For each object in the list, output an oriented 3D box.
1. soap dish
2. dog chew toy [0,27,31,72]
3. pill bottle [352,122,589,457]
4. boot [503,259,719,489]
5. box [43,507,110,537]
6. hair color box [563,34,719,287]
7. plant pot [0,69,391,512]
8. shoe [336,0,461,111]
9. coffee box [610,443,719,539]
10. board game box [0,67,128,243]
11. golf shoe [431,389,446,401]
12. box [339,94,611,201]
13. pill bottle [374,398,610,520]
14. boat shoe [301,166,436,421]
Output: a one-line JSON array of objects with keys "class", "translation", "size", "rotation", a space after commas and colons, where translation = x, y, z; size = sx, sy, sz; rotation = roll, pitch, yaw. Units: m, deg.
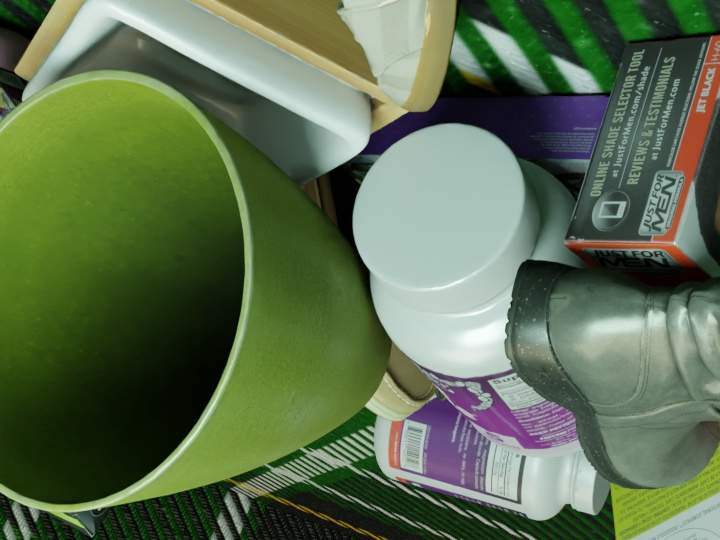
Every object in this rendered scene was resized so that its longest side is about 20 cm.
[{"class": "soap dish", "translation": [-0.075, -0.105, 0.676], "size": [0.156, 0.082, 0.200], "rotation": [25, 162, -18]}, {"class": "dog chew toy", "translation": [-0.218, -0.042, 0.832], "size": [0.123, 0.202, 0.125], "rotation": [-19, 173, -3]}, {"class": "pill bottle", "translation": [0.070, 0.012, 0.685], "size": [0.111, 0.114, 0.200], "rotation": [10, 160, 29]}, {"class": "boot", "translation": [0.156, 0.054, 0.594], "size": [0.129, 0.069, 0.200], "rotation": [2, 157, 34]}, {"class": "box", "translation": [-0.201, 0.045, 0.926], "size": [0.147, 0.201, 0.125], "rotation": [21, 154, 20]}, {"class": "hair color box", "translation": [0.183, -0.012, 0.638], "size": [0.061, 0.103, 0.199], "rotation": [3, 157, 47]}, {"class": "plant pot", "translation": [-0.072, 0.022, 0.668], "size": [0.185, 0.190, 0.199], "rotation": [9, 176, 32]}, {"class": "shoe", "translation": [0.019, -0.129, 0.518], "size": [0.053, 0.071, 0.201], "rotation": [14, 154, 3]}, {"class": "coffee box", "translation": [0.278, 0.155, 0.763], "size": [0.198, 0.200, 0.200], "rotation": [29, 133, -28]}, {"class": "board game box", "translation": [-0.123, -0.051, 0.796], "size": [0.120, 0.032, 0.199], "rotation": [46, -163, 31]}, {"class": "golf shoe", "translation": [0.060, 0.066, 1.039], "size": [0.199, 0.096, 0.077], "rotation": [31, 159, -37]}, {"class": "box", "translation": [0.097, -0.044, 0.744], "size": [0.198, 0.040, 0.137], "rotation": [6, 157, 39]}, {"class": "pill bottle", "translation": [0.118, 0.148, 1.195], "size": [0.198, 0.114, 0.113], "rotation": [12, 162, 23]}, {"class": "boat shoe", "translation": [0.000, 0.000, 0.820], "size": [0.066, 0.074, 0.201], "rotation": [-17, 111, 34]}]
